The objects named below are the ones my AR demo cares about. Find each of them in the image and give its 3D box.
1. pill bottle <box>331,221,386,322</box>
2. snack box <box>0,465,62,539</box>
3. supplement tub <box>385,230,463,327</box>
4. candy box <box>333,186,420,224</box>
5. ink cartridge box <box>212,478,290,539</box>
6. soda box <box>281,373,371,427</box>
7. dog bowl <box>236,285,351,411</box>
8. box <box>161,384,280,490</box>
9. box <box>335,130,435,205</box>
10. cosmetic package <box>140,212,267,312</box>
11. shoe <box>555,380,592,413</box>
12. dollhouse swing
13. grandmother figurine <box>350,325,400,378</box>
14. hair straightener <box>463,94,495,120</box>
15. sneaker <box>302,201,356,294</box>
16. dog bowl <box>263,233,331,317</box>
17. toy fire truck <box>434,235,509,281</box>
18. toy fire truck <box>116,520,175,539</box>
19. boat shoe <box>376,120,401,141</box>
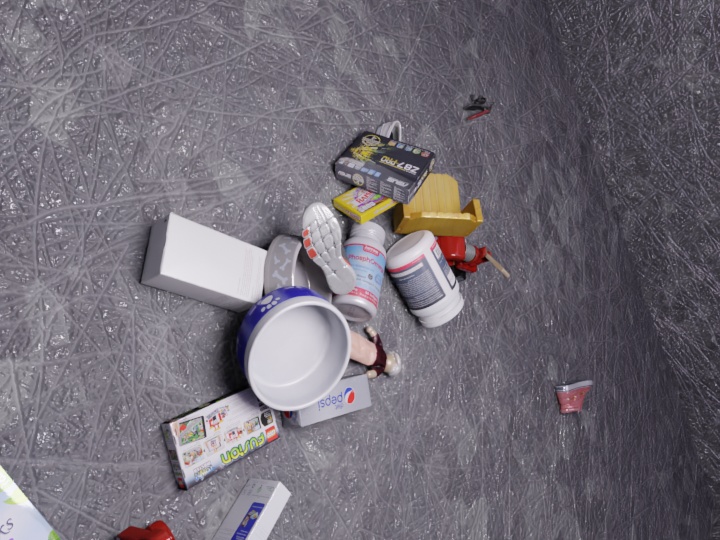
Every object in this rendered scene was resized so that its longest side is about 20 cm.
[{"bbox_3d":[0.000,0.000,1.221,0.107,0.107,0.206,31,58,-35],"label":"pill bottle"},{"bbox_3d":[-0.478,0.369,0.659,0.200,0.066,0.172,-44,111,-44],"label":"snack box"},{"bbox_3d":[0.157,0.020,1.355,0.140,0.138,0.204,-45,111,-42],"label":"supplement tub"},{"bbox_3d":[0.040,-0.178,1.290,0.197,0.101,0.027,-33,136,-31],"label":"candy box"},{"bbox_3d":[-0.200,0.441,0.904,0.040,0.098,0.202,52,49,-21],"label":"ink cartridge box"},{"bbox_3d":[-0.067,0.260,1.114,0.196,0.062,0.071,-3,81,-46],"label":"soda box"},{"bbox_3d":[-0.116,0.135,0.971,0.194,0.078,0.207,-12,115,-27],"label":"dog bowl"},{"bbox_3d":[-0.235,0.279,0.956,0.197,0.034,0.114,-16,91,-47],"label":"box"},{"bbox_3d":[0.059,-0.246,1.301,0.163,0.195,0.050,-53,157,-36],"label":"box"},{"bbox_3d":[-0.267,-0.008,0.965,0.197,0.083,0.112,23,62,-39],"label":"cosmetic package"},{"bbox_3d":[0.738,0.432,1.897,0.195,0.070,0.095,-1,81,-40],"label":"shoe"},{"bbox_3d":[0.187,-0.188,1.377,0.192,0.182,0.183,3,77,-7],"label":"dollhouse swing"},{"bbox_3d":[0.022,0.185,1.234,0.198,0.059,0.125,33,56,-39],"label":"grandmother figurine"},{"bbox_3d":[0.394,-0.551,1.824,0.198,0.040,0.079,-30,101,-46],"label":"hair straightener"},{"bbox_3d":[-0.068,-0.048,1.078,0.083,0.075,0.205,-113,-176,-57],"label":"sneaker"},{"bbox_3d":[-0.114,0.028,1.078,0.199,0.057,0.208,-6,90,-70],"label":"dog bowl"},{"bbox_3d":[0.283,-0.034,1.457,0.173,0.196,0.134,17,66,-41],"label":"toy fire truck"},{"bbox_3d":[-0.282,0.456,0.766,0.110,0.165,0.207,-18,91,-45],"label":"toy fire truck"},{"bbox_3d":[0.069,-0.289,1.401,0.072,0.064,0.208,18,67,-41],"label":"boat shoe"}]
